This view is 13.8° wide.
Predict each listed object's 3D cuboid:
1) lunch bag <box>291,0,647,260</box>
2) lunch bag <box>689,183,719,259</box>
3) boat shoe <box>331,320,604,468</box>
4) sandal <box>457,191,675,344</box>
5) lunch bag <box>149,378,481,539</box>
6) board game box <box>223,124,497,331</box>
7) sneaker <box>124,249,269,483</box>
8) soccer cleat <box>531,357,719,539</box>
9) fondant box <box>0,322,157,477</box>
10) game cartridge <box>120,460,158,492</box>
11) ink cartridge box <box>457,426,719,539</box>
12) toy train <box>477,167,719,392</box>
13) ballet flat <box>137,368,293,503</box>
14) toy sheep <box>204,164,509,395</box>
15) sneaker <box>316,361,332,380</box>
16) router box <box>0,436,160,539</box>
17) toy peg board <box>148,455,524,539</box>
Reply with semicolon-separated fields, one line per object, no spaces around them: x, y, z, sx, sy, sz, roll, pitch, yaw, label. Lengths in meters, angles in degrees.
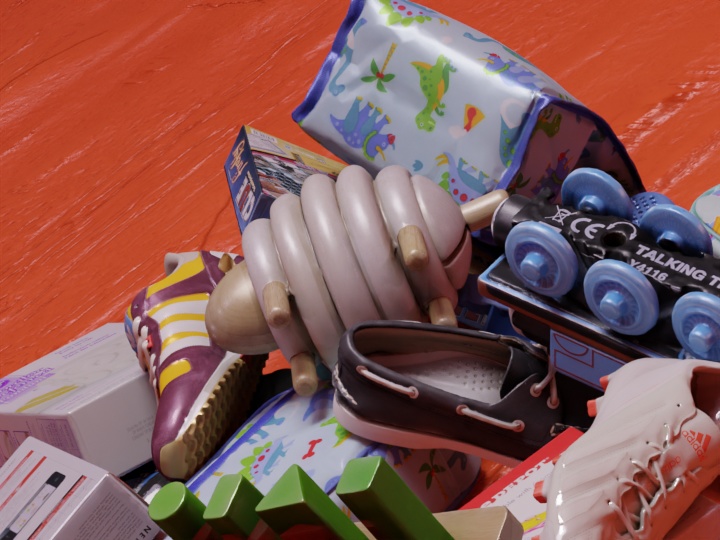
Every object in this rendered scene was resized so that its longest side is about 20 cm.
0.080;-0.086;1.938;0.170;0.200;0.128;34;102;28;lunch bag
0.283;-0.012;1.717;0.160;0.077;0.200;-28;21;-7;lunch bag
0.083;0.067;1.706;0.199;0.061;0.074;9;43;7;boat shoe
0.129;0.005;1.859;0.079;0.087;0.200;-3;31;50;sandal
-0.040;0.143;1.767;0.160;0.083;0.200;-5;30;49;lunch bag
0.013;-0.024;1.937;0.136;0.199;0.035;-109;42;-68;board game box
-0.113;0.060;1.879;0.090;0.075;0.200;10;35;11;sneaker
0.141;0.101;1.486;0.077;0.070;0.200;-12;26;26;soccer cleat
-0.173;0.089;2.012;0.144;0.058;0.200;-28;12;-29;fondant box
-0.186;0.178;1.923;0.129;0.038;0.200;-21;23;29;game cartridge
0.109;0.154;1.578;0.116;0.067;0.200;-35;24;-15;ink cartridge box
0.157;0.025;1.624;0.199;0.115;0.087;23;45;28;toy train
-0.090;0.139;1.890;0.200;0.066;0.057;-46;-15;-37;ballet flat
0.000;0.000;1.796;0.199;0.138;0.138;-18;23;3;toy sheep
-0.011;0.041;1.952;0.077;0.080;0.200;-12;18;4;sneaker
-0.221;0.198;1.777;0.200;0.049;0.179;-50;19;-10;router box
-0.047;0.191;1.517;0.199;0.098;0.200;-11;44;39;toy peg board
